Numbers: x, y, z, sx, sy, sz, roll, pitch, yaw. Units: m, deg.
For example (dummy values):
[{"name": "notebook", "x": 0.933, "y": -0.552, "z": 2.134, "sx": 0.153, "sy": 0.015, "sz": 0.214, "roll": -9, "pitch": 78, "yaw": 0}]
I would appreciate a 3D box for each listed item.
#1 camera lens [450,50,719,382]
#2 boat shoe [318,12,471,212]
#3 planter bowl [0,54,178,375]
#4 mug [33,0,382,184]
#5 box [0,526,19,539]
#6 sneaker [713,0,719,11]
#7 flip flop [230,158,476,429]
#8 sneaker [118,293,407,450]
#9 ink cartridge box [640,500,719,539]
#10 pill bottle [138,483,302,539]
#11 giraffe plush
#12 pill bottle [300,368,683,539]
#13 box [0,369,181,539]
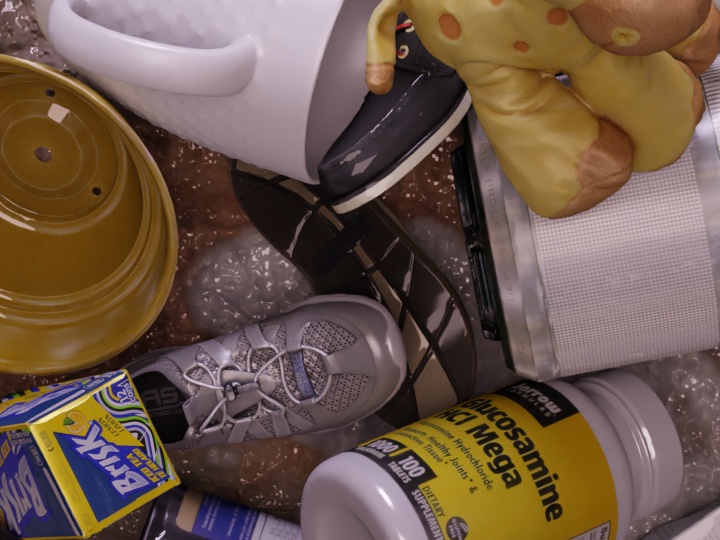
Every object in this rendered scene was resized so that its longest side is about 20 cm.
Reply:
[{"name": "camera lens", "x": 0.155, "y": -0.033, "z": 1.358, "sx": 0.198, "sy": 0.160, "sz": 0.161, "roll": -11, "pitch": 97, "yaw": 3}, {"name": "boat shoe", "x": 0.035, "y": -0.114, "z": 1.329, "sx": 0.063, "sy": 0.073, "sz": 0.202, "roll": 48, "pitch": 64, "yaw": -20}, {"name": "planter bowl", "x": -0.186, "y": -0.048, "z": 1.392, "sx": 0.199, "sy": 0.084, "sz": 0.202, "roll": 7, "pitch": 122, "yaw": 10}, {"name": "mug", "x": -0.088, "y": -0.135, "z": 1.334, "sx": 0.174, "sy": 0.200, "sz": 0.149, "roll": 20, "pitch": 114, "yaw": 13}, {"name": "box", "x": -0.239, "y": 0.205, "z": 1.409, "sx": 0.193, "sy": 0.048, "sz": 0.200, "roll": 36, "pitch": 136, "yaw": -5}, {"name": "sneaker", "x": 0.189, "y": -0.229, "z": 1.318, "sx": 0.199, "sy": 0.081, "sz": 0.147, "roll": 32, "pitch": 110, "yaw": 4}, {"name": "flip flop", "x": 0.000, "y": 0.000, "z": 1.425, "sx": 0.081, "sy": 0.058, "sz": 0.200, "roll": -40, "pitch": 80, "yaw": 13}, {"name": "sneaker", "x": -0.065, "y": 0.070, "z": 1.386, "sx": 0.199, "sy": 0.082, "sz": 0.075, "roll": -18, "pitch": 95, "yaw": 29}, {"name": "ink cartridge box", "x": 0.236, "y": 0.204, "z": 1.453, "sx": 0.199, "sy": 0.050, "sz": 0.163, "roll": -35, "pitch": 95, "yaw": -2}, {"name": "pill bottle", "x": -0.037, "y": 0.202, "z": 1.422, "sx": 0.199, "sy": 0.112, "sz": 0.113, "roll": 20, "pitch": 98, "yaw": -1}, {"name": "giraffe plush", "x": 0.107, "y": -0.144, "z": 1.202, "sx": 0.199, "sy": 0.162, "sz": 0.173, "roll": 28, "pitch": 62, "yaw": -12}, {"name": "pill bottle", "x": 0.075, "y": 0.125, "z": 1.372, "sx": 0.199, "sy": 0.112, "sz": 0.113, "roll": -21, "pitch": 98, "yaw": -31}, {"name": "box", "x": -0.172, "y": 0.104, "z": 1.368, "sx": 0.064, "sy": 0.200, "sz": 0.070, "roll": -29, "pitch": 97, "yaw": -26}]
